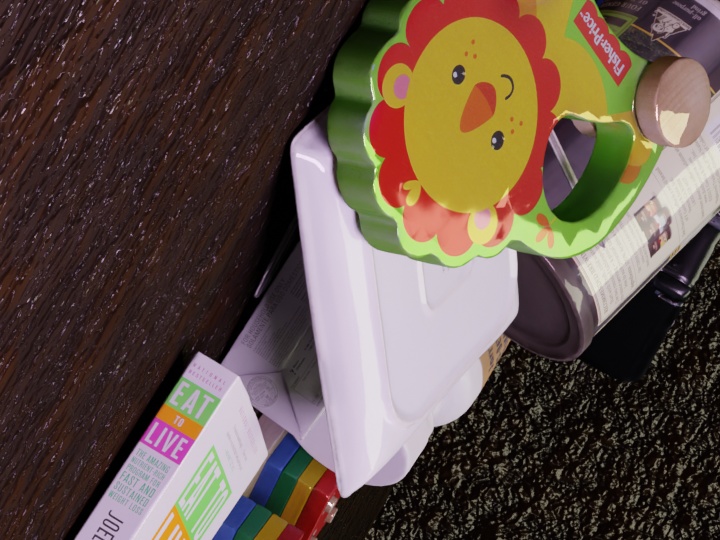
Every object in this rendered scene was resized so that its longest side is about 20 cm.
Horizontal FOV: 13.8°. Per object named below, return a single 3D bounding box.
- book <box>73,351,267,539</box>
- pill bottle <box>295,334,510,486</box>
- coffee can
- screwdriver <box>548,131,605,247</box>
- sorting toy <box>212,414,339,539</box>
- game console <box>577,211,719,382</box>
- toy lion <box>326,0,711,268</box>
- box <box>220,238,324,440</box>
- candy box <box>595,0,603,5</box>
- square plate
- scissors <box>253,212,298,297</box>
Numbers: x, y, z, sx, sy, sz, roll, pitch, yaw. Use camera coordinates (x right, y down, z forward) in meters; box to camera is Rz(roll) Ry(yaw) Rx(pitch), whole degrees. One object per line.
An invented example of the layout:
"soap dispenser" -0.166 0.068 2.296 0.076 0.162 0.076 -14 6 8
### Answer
"book" -0.121 0.145 1.468 0.200 0.048 0.134 -57 170 -14
"pill bottle" 0.036 0.035 1.907 0.200 0.114 0.115 -57 173 -34
"coffee can" 0.147 -0.065 1.812 0.200 0.146 0.146 -43 169 -20
"screwdriver" 0.091 -0.094 1.536 0.029 0.200 0.028 -37 -153 -7
"sorting toy" -0.080 0.197 1.917 0.199 0.069 0.200 -64 174 33
"game console" 0.142 -0.049 1.994 0.176 0.199 0.116 -60 175 -4
"toy lion" 0.070 -0.077 1.462 0.192 0.068 0.200 -58 132 -20
"box" 0.000 0.000 1.648 0.117 0.060 0.200 -57 176 27
"candy box" 0.167 -0.164 2.077 0.201 0.077 0.169 -60 -169 8
"square plate" 0.032 -0.016 1.516 0.198 0.028 0.201 -44 134 -49
"scissors" -0.005 -0.079 1.522 0.200 0.014 0.073 -58 176 -14
